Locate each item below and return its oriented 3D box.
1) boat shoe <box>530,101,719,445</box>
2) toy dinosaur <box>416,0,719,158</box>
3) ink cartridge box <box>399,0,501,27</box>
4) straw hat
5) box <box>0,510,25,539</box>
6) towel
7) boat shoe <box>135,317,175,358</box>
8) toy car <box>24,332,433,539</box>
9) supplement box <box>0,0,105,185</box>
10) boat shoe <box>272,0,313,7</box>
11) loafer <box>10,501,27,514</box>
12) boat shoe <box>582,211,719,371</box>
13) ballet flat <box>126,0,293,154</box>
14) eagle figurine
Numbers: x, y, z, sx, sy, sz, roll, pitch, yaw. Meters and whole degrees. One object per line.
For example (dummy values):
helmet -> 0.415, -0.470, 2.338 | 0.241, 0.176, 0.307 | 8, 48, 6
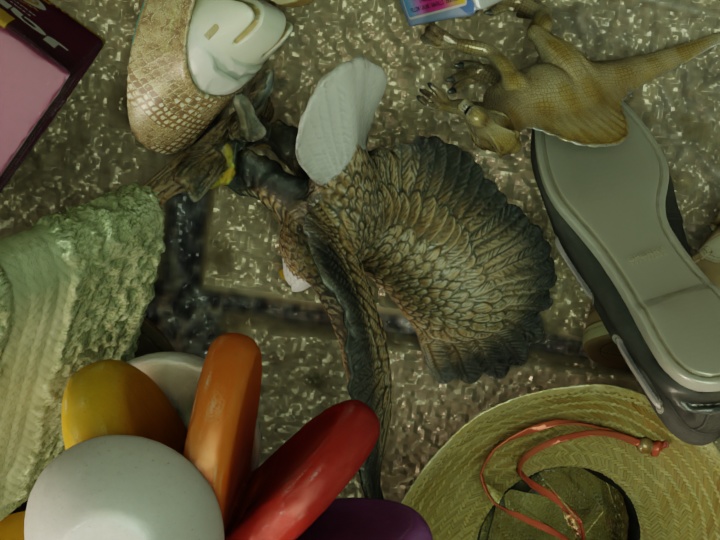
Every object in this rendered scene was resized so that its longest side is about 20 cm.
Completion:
boat shoe -> 0.127, -0.004, 1.132 | 0.067, 0.200, 0.057 | -11, 141, -16
toy dinosaur -> 0.093, -0.089, 1.143 | 0.101, 0.200, 0.058 | 36, 129, 28
ink cartridge box -> 0.054, -0.231, 1.098 | 0.136, 0.076, 0.200 | -26, 102, -26
straw hat -> 0.093, 0.129, 1.175 | 0.201, 0.085, 0.202 | -4, 114, -10
box -> -0.165, 0.177, 1.165 | 0.200, 0.042, 0.119 | -14, 123, 13
towel -> -0.158, 0.051, 1.062 | 0.036, 0.148, 0.200 | 46, 140, 24
boat shoe -> -0.180, 0.018, 1.159 | 0.200, 0.068, 0.072 | 22, 104, -28
toy car -> -0.045, 0.121, 1.030 | 0.150, 0.175, 0.200 | -18, 104, 10
supplement box -> -0.201, -0.094, 1.074 | 0.131, 0.200, 0.103 | 36, 97, -8
boat shoe -> -0.084, -0.200, 1.085 | 0.200, 0.066, 0.074 | 44, 104, 27
loafer -> -0.211, 0.098, 1.170 | 0.200, 0.071, 0.073 | 40, 96, -8
boat shoe -> 0.202, -0.004, 1.176 | 0.200, 0.071, 0.065 | -17, 65, 9
ballet flat -> -0.056, -0.145, 1.131 | 0.070, 0.065, 0.200 | 7, 104, -46
eagle figurine -> -0.001, 0.000, 1.130 | 0.152, 0.151, 0.200 | -43, 92, 8
